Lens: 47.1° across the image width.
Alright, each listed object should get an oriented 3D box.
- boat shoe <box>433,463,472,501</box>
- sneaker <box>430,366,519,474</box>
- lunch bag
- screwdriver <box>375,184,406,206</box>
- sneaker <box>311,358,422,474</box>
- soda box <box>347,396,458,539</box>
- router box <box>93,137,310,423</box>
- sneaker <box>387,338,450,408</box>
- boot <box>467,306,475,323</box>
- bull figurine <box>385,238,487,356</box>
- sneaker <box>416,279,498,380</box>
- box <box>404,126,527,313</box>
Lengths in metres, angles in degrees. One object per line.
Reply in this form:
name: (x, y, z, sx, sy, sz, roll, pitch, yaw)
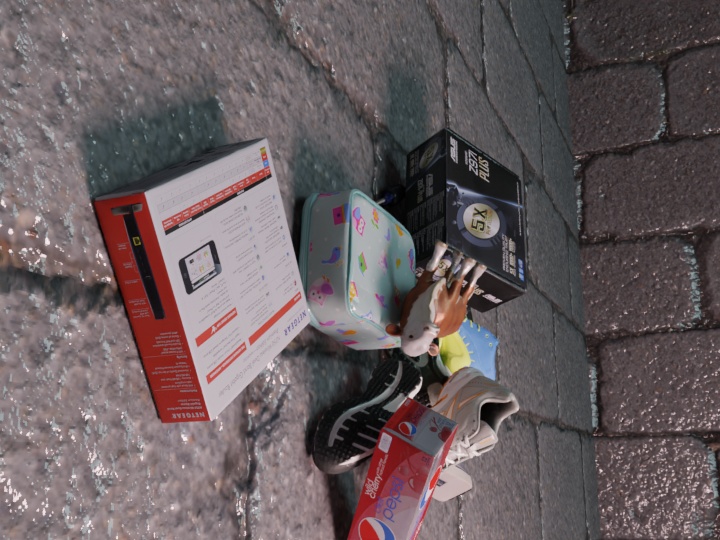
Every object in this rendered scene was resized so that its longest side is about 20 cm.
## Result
boat shoe: (0.079, 0.236, 1.103, 0.200, 0.074, 0.094, 47, 19, -48)
sneaker: (0.108, 0.199, 0.975, 0.200, 0.091, 0.076, -47, 126, -22)
lunch bag: (0.000, 0.000, 0.944, 0.200, 0.076, 0.163, 35, 51, -61)
screwdriver: (0.027, -0.087, 1.088, 0.029, 0.028, 0.200, 51, 23, -3)
sneaker: (0.010, 0.178, 0.928, 0.199, 0.073, 0.081, -33, 143, -54)
soda box: (0.039, 0.238, 0.873, 0.070, 0.063, 0.202, -37, 148, -55)
router box: (-0.119, -0.001, 0.690, 0.200, 0.048, 0.182, -44, 124, -63)
sneaker: (0.077, 0.127, 1.105, 0.089, 0.076, 0.203, 104, -32, -76)
boot: (0.114, 0.019, 1.225, 0.154, 0.072, 0.206, 54, 32, -46)
bull figurine: (0.089, 0.035, 0.942, 0.123, 0.065, 0.200, -62, 169, 5)
sneaker: (0.130, 0.086, 1.163, 0.104, 0.076, 0.203, -17, 87, -28)
box: (0.146, -0.069, 1.156, 0.163, 0.086, 0.203, 27, 52, -32)
